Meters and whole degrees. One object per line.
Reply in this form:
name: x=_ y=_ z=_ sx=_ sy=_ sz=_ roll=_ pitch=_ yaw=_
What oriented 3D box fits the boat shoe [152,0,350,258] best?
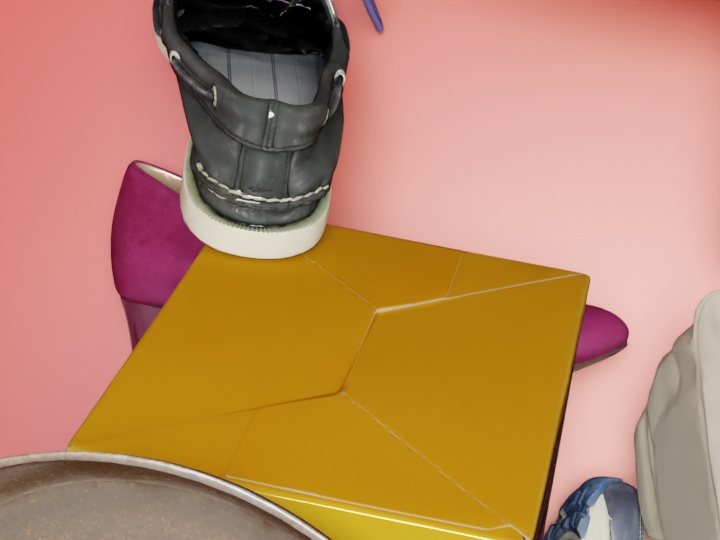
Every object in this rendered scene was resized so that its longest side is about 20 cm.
boat shoe: x=-0.039 y=-0.090 z=0.769 sx=0.074 sy=0.200 sz=0.066 roll=7 pitch=128 yaw=-5

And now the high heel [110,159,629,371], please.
high heel: x=0.000 y=0.000 z=0.806 sx=0.200 sy=0.067 sz=0.096 roll=-4 pitch=94 yaw=9

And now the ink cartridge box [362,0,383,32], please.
ink cartridge box: x=-0.002 y=-0.201 z=0.804 sx=0.042 sy=0.119 sz=0.200 roll=-9 pitch=83 yaw=3

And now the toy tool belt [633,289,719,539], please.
toy tool belt: x=0.173 y=0.104 z=0.716 sx=0.123 sy=0.125 sz=0.200 roll=1 pitch=61 yaw=-11

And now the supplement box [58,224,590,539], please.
supplement box: x=-0.013 y=0.115 z=0.700 sx=0.133 sy=0.197 sz=0.200 roll=11 pitch=114 yaw=7

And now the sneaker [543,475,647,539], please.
sneaker: x=0.106 y=0.177 z=0.784 sx=0.085 sy=0.077 sz=0.200 roll=0 pitch=85 yaw=-9

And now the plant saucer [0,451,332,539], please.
plant saucer: x=-0.060 y=0.135 z=0.593 sx=0.200 sy=0.032 sz=0.200 roll=5 pitch=112 yaw=13
